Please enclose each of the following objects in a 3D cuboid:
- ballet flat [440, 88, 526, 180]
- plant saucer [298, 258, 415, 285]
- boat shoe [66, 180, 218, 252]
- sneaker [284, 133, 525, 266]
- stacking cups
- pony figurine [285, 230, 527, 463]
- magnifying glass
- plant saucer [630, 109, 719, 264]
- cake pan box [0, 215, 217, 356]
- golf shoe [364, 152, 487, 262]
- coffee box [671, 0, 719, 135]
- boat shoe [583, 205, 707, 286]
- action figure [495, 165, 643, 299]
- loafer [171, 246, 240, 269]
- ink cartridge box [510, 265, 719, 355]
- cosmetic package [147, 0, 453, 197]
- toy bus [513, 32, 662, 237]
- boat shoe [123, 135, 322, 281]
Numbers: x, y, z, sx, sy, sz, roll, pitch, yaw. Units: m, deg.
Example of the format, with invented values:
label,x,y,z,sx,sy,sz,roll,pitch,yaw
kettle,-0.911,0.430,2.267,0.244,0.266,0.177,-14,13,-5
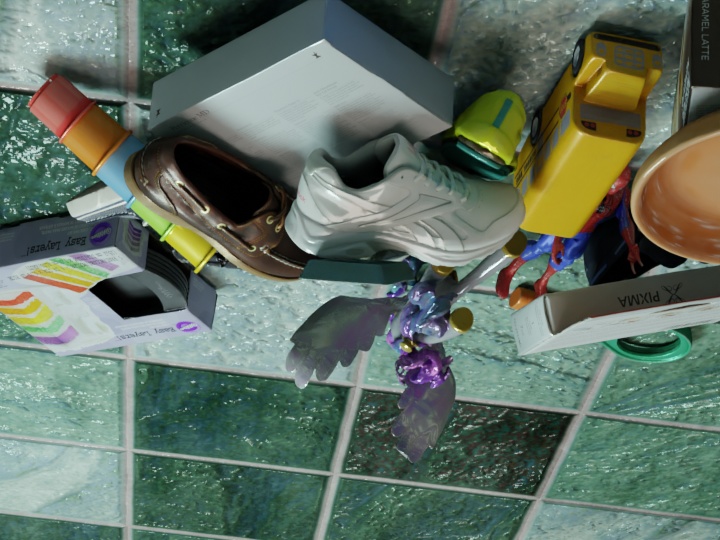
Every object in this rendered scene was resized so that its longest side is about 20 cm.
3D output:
label,x,y,z,sx,sy,sz,roll,pitch,yaw
ballet flat,0.107,-0.114,1.590,0.067,0.067,0.200,27,180,0
plant saucer,0.000,0.000,1.609,0.069,0.019,0.200,4,-178,8
boat shoe,-0.166,-0.052,1.717,0.199,0.075,0.093,-16,105,34
sneaker,0.043,-0.061,1.555,0.199,0.078,0.100,-3,129,-18
stacking cups,-0.193,-0.084,1.635,0.200,0.061,0.060,41,143,-6
pony figurine,0.052,0.050,1.791,0.166,0.193,0.200,39,148,-4
magnifying glass,0.238,0.053,1.929,0.199,0.023,0.080,18,149,-20
plant saucer,0.300,-0.068,1.454,0.199,0.038,0.201,0,150,0
cake pan box,-0.262,0.013,1.912,0.199,0.053,0.184,-9,150,24
golf shoe,0.057,-0.040,1.714,0.097,0.079,0.200,9,165,-13
coffee box,0.284,-0.128,1.500,0.079,0.115,0.200,2,151,5
boat shoe,0.275,-0.029,1.724,0.084,0.069,0.200,18,149,-22
action figure,0.188,-0.014,1.728,0.065,0.099,0.200,15,139,-16
loafer,-0.093,-0.029,1.792,0.199,0.063,0.072,-11,147,27
ink cartridge box,0.250,0.025,1.690,0.199,0.044,0.174,-9,169,-17
cosmetic package,-0.048,-0.133,1.559,0.199,0.052,0.150,-21,145,38
toy bus,0.182,-0.109,1.587,0.065,0.079,0.200,11,151,-10
boat shoe,-0.096,-0.049,1.590,0.199,0.071,0.070,25,149,-34
